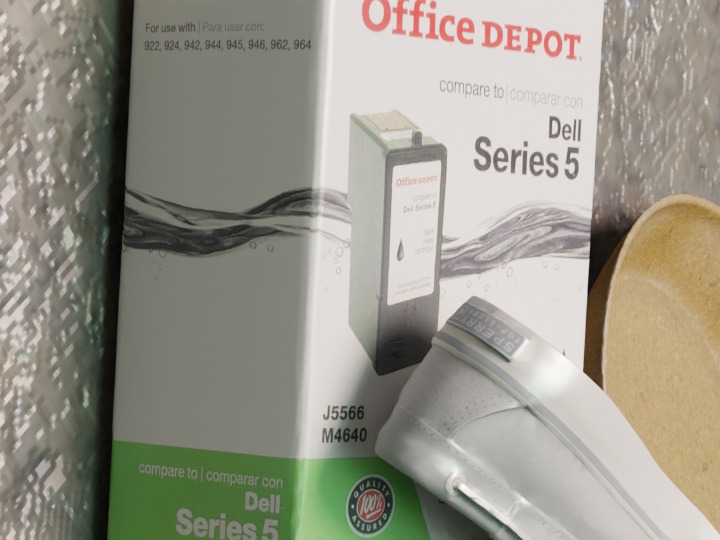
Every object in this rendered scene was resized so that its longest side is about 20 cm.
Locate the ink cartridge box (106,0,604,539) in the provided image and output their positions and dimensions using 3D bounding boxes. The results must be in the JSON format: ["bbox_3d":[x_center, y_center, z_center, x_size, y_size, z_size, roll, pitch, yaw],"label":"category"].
[{"bbox_3d":[0.000,0.000,0.953,0.145,0.084,0.201,2,92,-50],"label":"ink cartridge box"}]

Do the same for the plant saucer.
[{"bbox_3d":[0.124,0.073,1.115,0.200,0.035,0.201,28,56,-51],"label":"plant saucer"}]

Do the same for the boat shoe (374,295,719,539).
[{"bbox_3d":[0.069,0.089,0.932,0.069,0.072,0.200,-48,139,-8],"label":"boat shoe"}]
